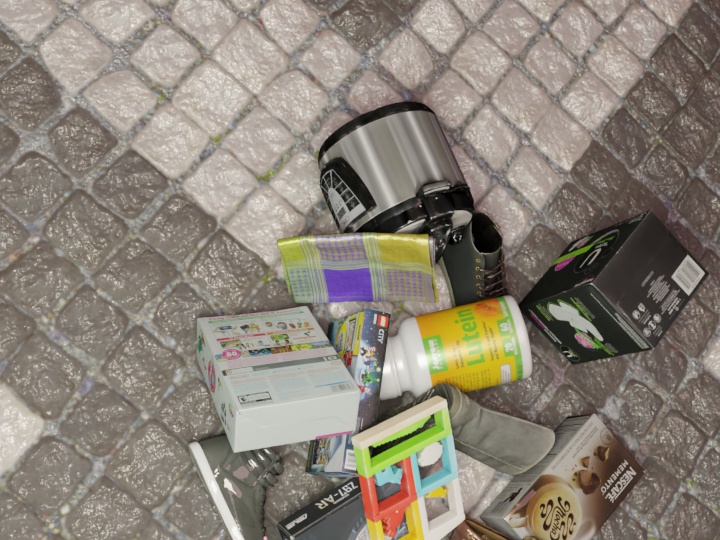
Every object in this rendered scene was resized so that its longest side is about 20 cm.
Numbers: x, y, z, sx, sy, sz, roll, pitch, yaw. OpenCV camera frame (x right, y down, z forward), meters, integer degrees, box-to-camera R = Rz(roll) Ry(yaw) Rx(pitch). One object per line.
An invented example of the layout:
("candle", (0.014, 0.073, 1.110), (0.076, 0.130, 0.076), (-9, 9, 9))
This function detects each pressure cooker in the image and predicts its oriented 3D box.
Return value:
("pressure cooker", (0.054, -0.096, 1.322), (0.178, 0.176, 0.200), (-28, 76, 20))

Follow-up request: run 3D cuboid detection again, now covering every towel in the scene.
("towel", (0.000, 0.000, 1.284), (0.199, 0.144, 0.023), (1, 56, 4))

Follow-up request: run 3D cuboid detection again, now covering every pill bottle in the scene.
("pill bottle", (0.113, 0.107, 1.329), (0.200, 0.111, 0.111), (-13, 83, -1))

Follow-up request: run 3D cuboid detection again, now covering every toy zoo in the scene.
("toy zoo", (0.062, 0.265, 1.226), (0.131, 0.020, 0.200), (-21, 112, -30))

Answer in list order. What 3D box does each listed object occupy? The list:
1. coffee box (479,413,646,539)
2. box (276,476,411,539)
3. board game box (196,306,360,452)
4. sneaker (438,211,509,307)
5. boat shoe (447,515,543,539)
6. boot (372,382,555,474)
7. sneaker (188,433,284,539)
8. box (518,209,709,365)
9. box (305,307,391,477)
("coffee box", (0.274, 0.302, 1.381), (0.200, 0.080, 0.113), (-42, 93, -22))
("box", (0.004, 0.358, 1.256), (0.160, 0.044, 0.200), (-27, 111, -22))
("board game box", (-0.104, 0.124, 1.224), (0.147, 0.200, 0.064), (-5, 121, -20))
("sneaker", (0.171, 0.021, 1.389), (0.075, 0.106, 0.200), (-27, 89, -22))
("boat shoe", (0.205, 0.368, 1.280), (0.200, 0.072, 0.072), (25, 111, 10))
("boot", (0.129, 0.225, 1.342), (0.200, 0.182, 0.073), (25, 45, -41))
("sneaker", (-0.125, 0.282, 1.247), (0.099, 0.071, 0.200), (-24, 83, -17))
("box", (0.340, 0.029, 1.397), (0.124, 0.200, 0.149), (46, 68, -7))
("box", (-0.016, 0.156, 1.278), (0.038, 0.137, 0.200), (13, 75, -18))
